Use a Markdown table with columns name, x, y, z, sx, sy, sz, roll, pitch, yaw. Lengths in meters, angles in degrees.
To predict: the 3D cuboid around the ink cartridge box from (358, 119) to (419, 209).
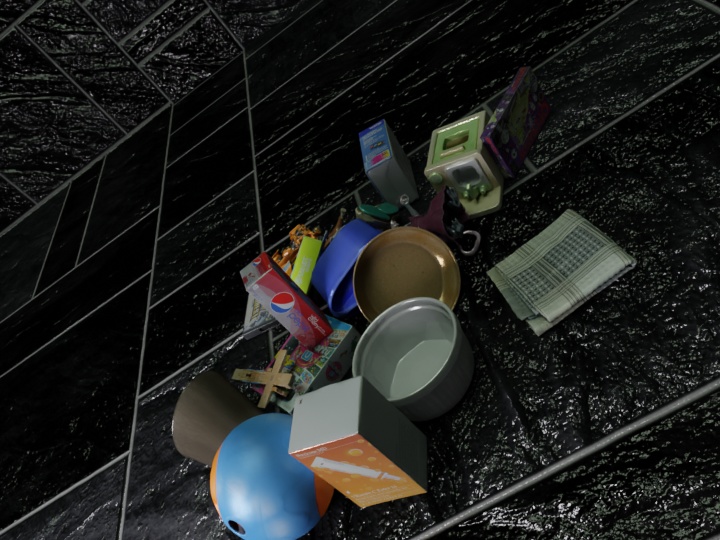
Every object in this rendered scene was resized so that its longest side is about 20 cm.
| name | x | y | z | sx | sy | sz | roll | pitch | yaw |
| --- | --- | --- | --- | --- | --- | --- | --- | --- | --- |
| ink cartridge box | 0.063 | -0.250 | 1.518 | 0.076 | 0.137 | 0.201 | -25 | 39 | 17 |

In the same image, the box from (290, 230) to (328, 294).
| name | x | y | z | sx | sy | sz | roll | pitch | yaw |
| --- | --- | --- | --- | --- | --- | --- | --- | --- | --- |
| box | -0.119 | 0.009 | 1.377 | 0.122 | 0.047 | 0.202 | 172 | 116 | -87 |

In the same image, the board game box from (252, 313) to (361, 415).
| name | x | y | z | sx | sy | sz | roll | pitch | yaw |
| --- | --- | --- | --- | --- | --- | --- | --- | --- | --- |
| board game box | -0.101 | 0.185 | 1.292 | 0.147 | 0.064 | 0.200 | 17 | 64 | 49 |

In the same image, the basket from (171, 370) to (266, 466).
| name | x | y | z | sx | sy | sz | roll | pitch | yaw |
| --- | --- | --- | --- | --- | --- | --- | --- | --- | --- |
| basket | -0.245 | 0.307 | 1.244 | 0.199 | 0.135 | 0.182 | 17 | 98 | 43 |

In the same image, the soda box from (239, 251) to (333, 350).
| name | x | y | z | sx | sy | sz | roll | pitch | yaw |
| --- | --- | --- | --- | --- | --- | --- | --- | --- | --- |
| soda box | -0.135 | 0.060 | 1.228 | 0.063 | 0.200 | 0.070 | -39 | 37 | 3 |

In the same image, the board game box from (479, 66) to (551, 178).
| name | x | y | z | sx | sy | sz | roll | pitch | yaw |
| --- | --- | --- | --- | --- | --- | --- | --- | --- | --- |
| board game box | 0.321 | -0.303 | 1.347 | 0.032 | 0.120 | 0.201 | 10 | 61 | 44 |

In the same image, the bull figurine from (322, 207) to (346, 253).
| name | x | y | z | sx | sy | sz | roll | pitch | yaw |
| --- | --- | --- | --- | --- | --- | --- | --- | --- | --- |
| bull figurine | -0.049 | -0.041 | 1.442 | 0.201 | 0.065 | 0.122 | -83 | 13 | -50 |

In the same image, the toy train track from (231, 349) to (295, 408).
| name | x | y | z | sx | sy | sz | roll | pitch | yaw |
| --- | --- | --- | --- | --- | --- | --- | --- | --- | --- |
| toy train track | -0.182 | 0.211 | 1.269 | 0.199 | 0.032 | 0.115 | -5 | 58 | 49 |

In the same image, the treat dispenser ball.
| name | x | y | z | sx | sy | sz | roll | pitch | yaw |
| --- | --- | --- | --- | --- | --- | --- | --- | --- | --- |
| treat dispenser ball | -0.140 | 0.333 | 1.061 | 0.200 | 0.201 | 0.202 | -25 | 39 | 22 |

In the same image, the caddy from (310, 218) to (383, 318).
| name | x | y | z | sx | sy | sz | roll | pitch | yaw |
| --- | --- | --- | --- | --- | --- | --- | --- | --- | --- |
| caddy | 0.000 | 0.000 | 1.280 | 0.105 | 0.141 | 0.201 | 42 | 102 | 33 |

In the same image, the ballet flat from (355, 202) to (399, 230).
| name | x | y | z | sx | sy | sz | roll | pitch | yaw |
| --- | --- | --- | --- | --- | --- | --- | --- | --- | --- |
| ballet flat | 0.033 | -0.102 | 1.384 | 0.067 | 0.200 | 0.063 | 33 | 108 | 15 |

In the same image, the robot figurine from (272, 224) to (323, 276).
| name | x | y | z | sx | sy | sz | roll | pitch | yaw |
| --- | --- | --- | --- | --- | --- | --- | --- | --- | --- |
| robot figurine | -0.160 | -0.023 | 1.500 | 0.200 | 0.058 | 0.145 | -52 | 28 | 0 |

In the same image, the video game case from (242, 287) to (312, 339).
| name | x | y | z | sx | sy | sz | roll | pitch | yaw |
| --- | --- | --- | --- | --- | --- | --- | --- | --- | --- |
| video game case | -0.191 | 0.049 | 1.544 | 0.180 | 0.026 | 0.201 | -25 | 39 | 22 |

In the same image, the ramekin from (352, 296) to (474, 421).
| name | x | y | z | sx | sy | sz | roll | pitch | yaw |
| --- | --- | --- | --- | --- | --- | --- | --- | --- | --- |
| ramekin | 0.096 | 0.155 | 1.104 | 0.199 | 0.105 | 0.201 | -25 | 40 | 23 |

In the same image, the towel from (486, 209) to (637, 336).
| name | x | y | z | sx | sy | sz | roll | pitch | yaw |
| --- | --- | --- | --- | --- | --- | --- | --- | --- | --- |
| towel | 0.326 | -0.005 | 1.112 | 0.200 | 0.035 | 0.193 | -38 | 37 | 7 |

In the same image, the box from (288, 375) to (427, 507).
| name | x | y | z | sx | sy | sz | roll | pitch | yaw |
| --- | --- | --- | --- | --- | --- | --- | --- | --- | --- |
| box | 0.002 | 0.264 | 0.999 | 0.124 | 0.200 | 0.098 | -22 | 40 | 25 |

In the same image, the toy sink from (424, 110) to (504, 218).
| name | x | y | z | sx | sy | sz | roll | pitch | yaw |
| --- | --- | --- | --- | --- | --- | --- | --- | --- | --- |
| toy sink | 0.215 | -0.214 | 1.361 | 0.130 | 0.112 | 0.201 | -15 | 44 | 32 |

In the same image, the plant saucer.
| name | x | y | z | sx | sy | sz | roll | pitch | yaw |
| --- | --- | --- | --- | --- | --- | --- | --- | --- | --- |
| plant saucer | 0.083 | 0.021 | 1.211 | 0.200 | 0.200 | 0.035 | -45 | 4 | -5 |

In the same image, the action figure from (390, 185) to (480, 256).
| name | x | y | z | sx | sy | sz | roll | pitch | yaw |
| --- | --- | --- | --- | --- | --- | --- | --- | --- | --- |
| action figure | 0.136 | -0.084 | 1.337 | 0.200 | 0.149 | 0.134 | -32 | 21 | 46 |
